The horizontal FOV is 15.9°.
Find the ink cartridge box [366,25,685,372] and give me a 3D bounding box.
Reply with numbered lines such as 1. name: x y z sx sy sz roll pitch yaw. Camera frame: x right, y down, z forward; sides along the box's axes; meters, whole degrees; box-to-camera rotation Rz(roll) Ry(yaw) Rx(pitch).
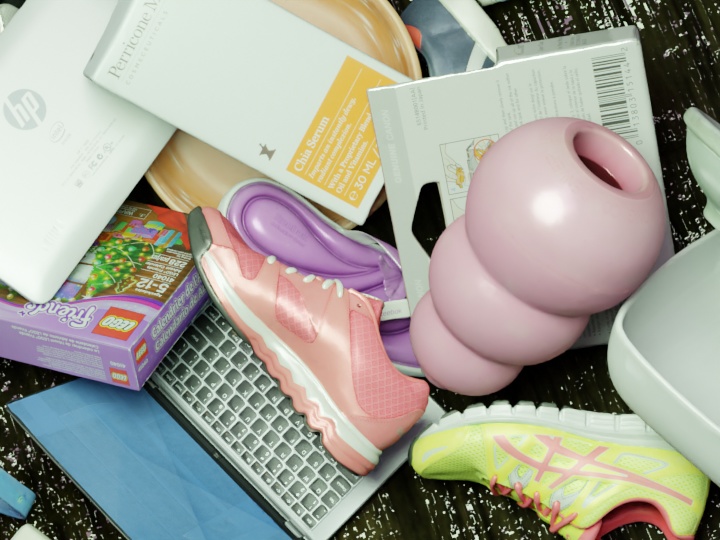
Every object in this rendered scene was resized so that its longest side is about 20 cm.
1. ink cartridge box: 0.108 -0.045 1.664 0.176 0.045 0.200 -9 109 6

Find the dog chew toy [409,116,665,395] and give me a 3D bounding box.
1. dog chew toy: 0.100 0.000 1.597 0.125 0.124 0.200 51 126 20

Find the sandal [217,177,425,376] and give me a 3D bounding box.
1. sandal: -0.003 0.007 1.683 0.202 0.050 0.083 27 68 -9

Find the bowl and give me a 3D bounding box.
1. bowl: 0.260 0.075 1.612 0.200 0.075 0.200 40 44 17

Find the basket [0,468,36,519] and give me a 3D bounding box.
1. basket: -0.323 0.100 1.666 0.200 0.176 0.139 19 71 25

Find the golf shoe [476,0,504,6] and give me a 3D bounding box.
1. golf shoe: 0.067 -0.273 1.794 0.097 0.078 0.200 -34 69 2

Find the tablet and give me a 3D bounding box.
1. tablet: -0.200 -0.090 1.672 0.130 0.014 0.200 35 72 0

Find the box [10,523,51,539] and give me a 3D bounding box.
1. box: -0.152 0.252 1.640 0.200 0.082 0.068 36 81 19

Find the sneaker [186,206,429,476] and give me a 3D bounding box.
1. sneaker: -0.032 0.031 1.639 0.087 0.074 0.200 -37 87 -1

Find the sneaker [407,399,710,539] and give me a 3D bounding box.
1. sneaker: 0.128 0.135 1.643 0.199 0.078 0.091 2 74 8

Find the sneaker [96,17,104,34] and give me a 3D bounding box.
1. sneaker: -0.145 -0.179 1.760 0.076 0.115 0.201 10 73 29

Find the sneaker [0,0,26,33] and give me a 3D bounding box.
1. sneaker: -0.237 -0.126 1.748 0.076 0.092 0.200 -14 51 -1

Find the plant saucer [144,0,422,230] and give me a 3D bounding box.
1. plant saucer: -0.058 -0.114 1.728 0.200 0.037 0.201 0 94 0

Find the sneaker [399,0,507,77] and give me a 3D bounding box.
1. sneaker: 0.089 -0.104 1.737 0.084 0.075 0.200 -41 66 2

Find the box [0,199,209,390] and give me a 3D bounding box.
1. box: -0.199 0.003 1.701 0.200 0.039 0.137 12 43 24

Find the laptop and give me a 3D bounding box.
1. laptop: -0.083 0.091 1.665 0.200 0.116 0.187 -45 72 -3

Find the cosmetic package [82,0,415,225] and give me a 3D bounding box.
1. cosmetic package: -0.066 -0.121 1.655 0.200 0.071 0.102 27 93 -13

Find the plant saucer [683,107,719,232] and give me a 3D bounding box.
1. plant saucer: 0.265 -0.020 1.583 0.200 0.200 0.050 42 99 18
